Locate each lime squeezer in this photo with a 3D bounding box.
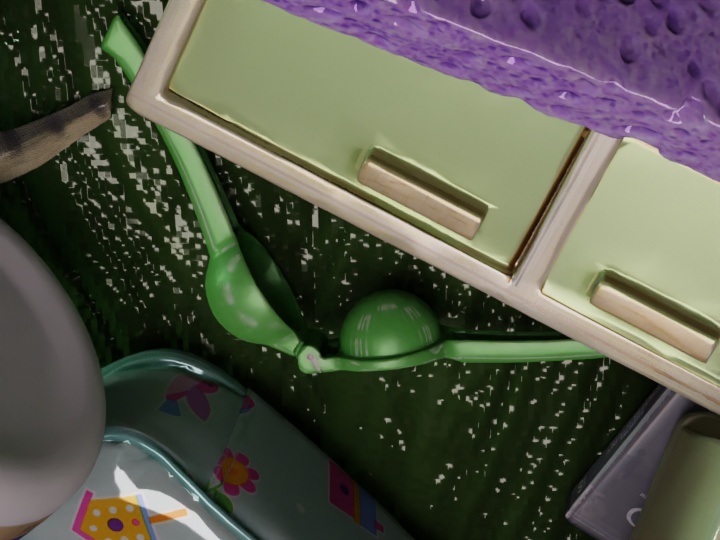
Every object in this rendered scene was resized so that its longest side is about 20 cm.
[{"bbox_3d":[0.000,0.000,0.862,0.200,0.038,0.071,28,90,-2],"label":"lime squeezer"}]

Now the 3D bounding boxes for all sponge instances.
[{"bbox_3d":[0.052,-0.098,0.759,0.200,0.112,0.030,21,155,-1],"label":"sponge"}]

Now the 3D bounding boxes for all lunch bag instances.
[{"bbox_3d":[-0.056,0.129,0.910,0.200,0.077,0.160,42,117,-12],"label":"lunch bag"}]

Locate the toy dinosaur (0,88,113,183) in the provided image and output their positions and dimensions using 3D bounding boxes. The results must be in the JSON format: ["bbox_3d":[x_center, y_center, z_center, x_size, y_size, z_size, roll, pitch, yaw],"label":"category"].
[{"bbox_3d":[-0.178,-0.021,0.873,0.200,0.047,0.088,6,111,3],"label":"toy dinosaur"}]

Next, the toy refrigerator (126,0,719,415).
[{"bbox_3d":[0.042,-0.041,0.800,0.200,0.070,0.076,28,118,0],"label":"toy refrigerator"}]

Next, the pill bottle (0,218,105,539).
[{"bbox_3d":[-0.178,0.068,0.839,0.116,0.116,0.200,44,120,-13],"label":"pill bottle"}]

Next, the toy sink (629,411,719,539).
[{"bbox_3d":[0.137,0.113,0.816,0.130,0.200,0.112,22,89,0],"label":"toy sink"}]

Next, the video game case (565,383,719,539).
[{"bbox_3d":[0.175,0.040,0.858,0.143,0.019,0.200,32,118,-7],"label":"video game case"}]
